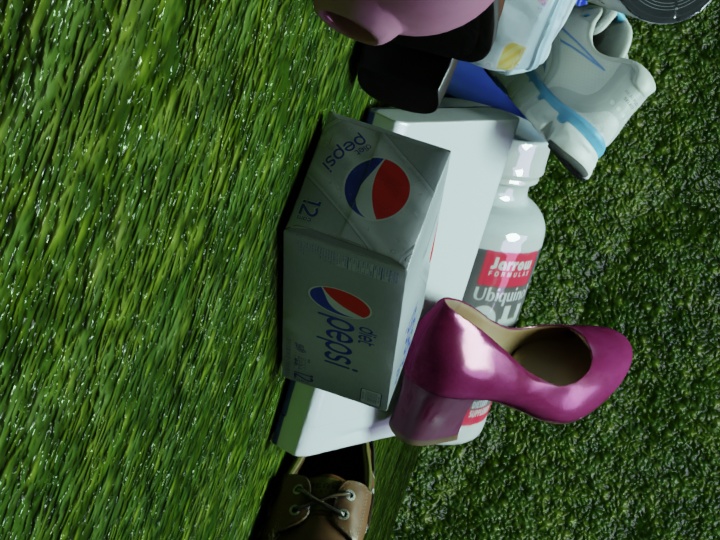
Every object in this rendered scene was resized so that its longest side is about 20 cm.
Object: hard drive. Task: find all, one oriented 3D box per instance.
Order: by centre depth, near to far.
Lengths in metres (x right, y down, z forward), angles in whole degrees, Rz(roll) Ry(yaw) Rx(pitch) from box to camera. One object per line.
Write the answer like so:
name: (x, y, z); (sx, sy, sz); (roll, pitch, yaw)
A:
hard drive: (0.021, 0.004, 1.269); (0.131, 0.025, 0.202); (-7, 118, -55)

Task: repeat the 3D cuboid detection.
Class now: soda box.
soda box: (0.000, 0.000, 1.105); (0.200, 0.063, 0.069); (96, 13, -67)

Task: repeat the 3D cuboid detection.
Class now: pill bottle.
pill bottle: (0.053, -0.001, 1.386); (0.111, 0.110, 0.202); (-54, 162, -72)

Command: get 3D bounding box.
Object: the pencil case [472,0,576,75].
pencil case: (0.106, -0.200, 1.187); (0.083, 0.091, 0.200); (-34, 163, -47)

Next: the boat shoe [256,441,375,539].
boat shoe: (-0.030, 0.152, 1.335); (0.200, 0.071, 0.069); (-82, -177, -62)

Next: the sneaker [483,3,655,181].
sneaker: (0.119, -0.134, 1.335); (0.087, 0.075, 0.200); (-41, -140, 5)

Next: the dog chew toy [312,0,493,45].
dog chew toy: (0.040, -0.167, 0.720); (0.201, 0.124, 0.125); (-62, 173, -9)

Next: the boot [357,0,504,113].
boot: (0.058, -0.191, 1.044); (0.188, 0.068, 0.202); (83, 25, -77)

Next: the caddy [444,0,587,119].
caddy: (0.114, -0.141, 1.552); (0.201, 0.104, 0.142); (-66, 171, -46)

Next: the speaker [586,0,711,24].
speaker: (0.138, -0.202, 1.313); (0.200, 0.081, 0.082); (37, -69, 65)

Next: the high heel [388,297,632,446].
high heel: (0.105, 0.044, 1.321); (0.199, 0.067, 0.097); (-18, 138, -42)
